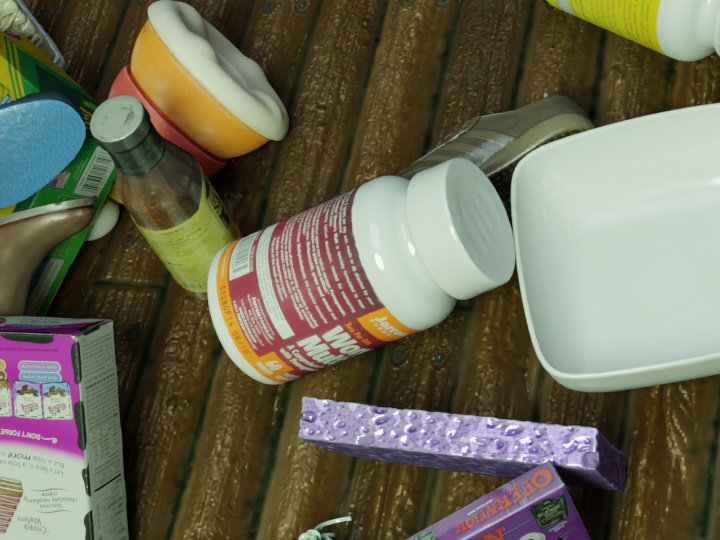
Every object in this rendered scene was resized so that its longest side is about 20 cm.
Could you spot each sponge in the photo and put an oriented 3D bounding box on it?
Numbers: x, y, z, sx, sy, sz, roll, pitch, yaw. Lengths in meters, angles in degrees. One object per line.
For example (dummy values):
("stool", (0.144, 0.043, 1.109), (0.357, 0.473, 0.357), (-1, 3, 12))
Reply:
("sponge", (0.069, 0.114, 1.081), (0.199, 0.112, 0.030), (4, 78, 21))

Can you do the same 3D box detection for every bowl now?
("bowl", (0.211, -0.008, 1.131), (0.199, 0.075, 0.201), (-13, 57, 12))

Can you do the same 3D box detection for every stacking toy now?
("stacking toy", (-0.168, -0.101, 1.310), (0.200, 0.146, 0.146), (-44, 54, 12))

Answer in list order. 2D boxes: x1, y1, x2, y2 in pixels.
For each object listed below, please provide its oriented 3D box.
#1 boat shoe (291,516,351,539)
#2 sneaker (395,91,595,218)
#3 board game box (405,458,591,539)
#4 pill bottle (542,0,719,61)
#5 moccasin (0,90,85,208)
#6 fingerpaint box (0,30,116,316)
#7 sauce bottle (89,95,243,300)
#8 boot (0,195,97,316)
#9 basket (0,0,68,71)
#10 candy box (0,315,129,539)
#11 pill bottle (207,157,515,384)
("boat shoe", (-0.042, 0.203, 1.086), (0.199, 0.075, 0.062), (-10, 93, 21))
("sneaker", (0.080, -0.069, 1.232), (0.199, 0.071, 0.076), (-23, 36, 1))
("board game box", (0.052, 0.207, 1.025), (0.199, 0.120, 0.032), (-29, 37, 1))
("pill bottle", (0.227, -0.223, 1.236), (0.200, 0.111, 0.111), (31, 73, 32))
("moccasin", (-0.289, -0.074, 1.176), (0.199, 0.081, 0.068), (-27, 26, 4))
("fingerpaint box", (-0.288, -0.065, 1.288), (0.167, 0.073, 0.201), (42, 109, 34))
("sauce bottle", (-0.138, -0.052, 1.202), (0.066, 0.200, 0.066), (-8, 58, 12))
("boot", (-0.232, 0.063, 1.186), (0.186, 0.064, 0.201), (-23, 87, 27))
("basket", (-0.399, -0.211, 1.417), (0.200, 0.161, 0.198), (-38, 56, -4))
("candy box", (-0.235, 0.134, 1.140), (0.136, 0.061, 0.201), (1, 100, 19))
("pill bottle", (0.000, 0.000, 1.145), (0.199, 0.109, 0.110), (-22, 53, 29))
